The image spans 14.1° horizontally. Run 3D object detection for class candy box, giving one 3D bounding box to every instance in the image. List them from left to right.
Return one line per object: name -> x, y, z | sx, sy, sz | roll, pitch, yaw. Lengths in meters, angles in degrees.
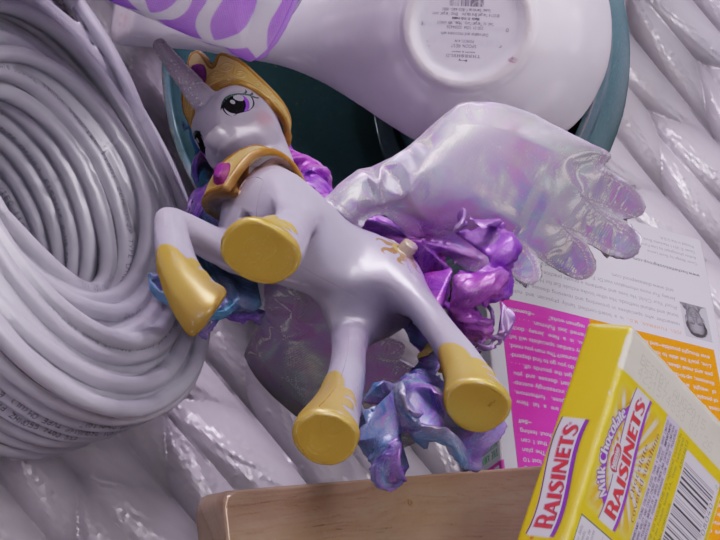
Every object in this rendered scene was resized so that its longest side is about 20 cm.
candy box -> 0.087, 0.132, 1.103 | 0.102, 0.026, 0.200 | 42, 60, -45

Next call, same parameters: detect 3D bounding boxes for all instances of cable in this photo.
cable -> -0.136, -0.026, 1.105 | 0.200, 0.069, 0.200 | 58, 25, -11

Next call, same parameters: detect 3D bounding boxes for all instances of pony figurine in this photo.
pony figurine -> 0.000, 0.000, 1.094 | 0.193, 0.167, 0.200 | 35, 18, -21

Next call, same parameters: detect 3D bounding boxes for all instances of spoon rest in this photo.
spoon rest -> 0.003, -0.100, 1.174 | 0.061, 0.199, 0.100 | 21, 76, -78

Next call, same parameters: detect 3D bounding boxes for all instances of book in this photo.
book -> 0.106, 0.061, 1.311 | 0.133, 0.048, 0.200 | 16, 54, -29

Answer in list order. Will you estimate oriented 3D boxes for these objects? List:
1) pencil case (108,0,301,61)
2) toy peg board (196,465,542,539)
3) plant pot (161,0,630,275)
pencil case -> -0.103, -0.150, 1.087 | 0.200, 0.084, 0.086 | 22, 93, -12
toy peg board -> 0.008, 0.184, 1.134 | 0.200, 0.098, 0.200 | -1, 81, -40
plant pot -> 0.032, -0.085, 1.255 | 0.134, 0.200, 0.201 | 18, 48, -65
